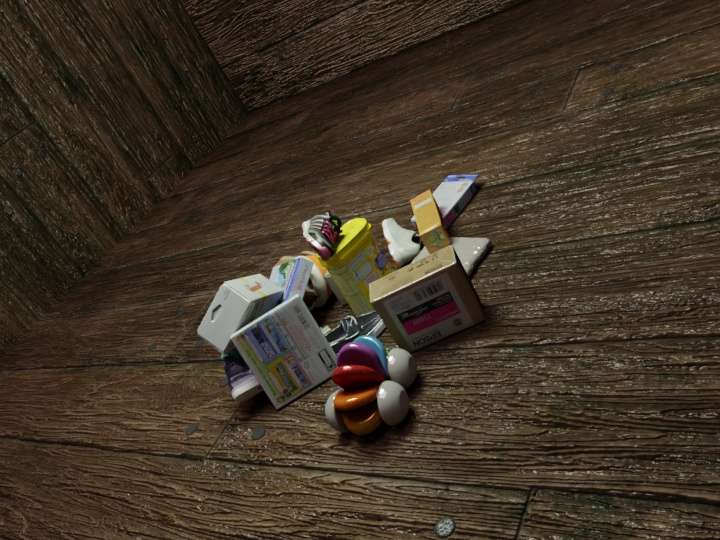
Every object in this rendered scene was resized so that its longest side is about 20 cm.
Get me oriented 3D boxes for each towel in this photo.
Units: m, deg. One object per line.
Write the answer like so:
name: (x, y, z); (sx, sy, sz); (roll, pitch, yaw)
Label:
towel: (0.212, -0.033, 1.623); (0.198, 0.035, 0.133); (2, 44, 48)

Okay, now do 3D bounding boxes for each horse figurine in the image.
horse figurine: (-0.192, 0.099, 1.784); (0.199, 0.049, 0.134); (21, 84, 61)

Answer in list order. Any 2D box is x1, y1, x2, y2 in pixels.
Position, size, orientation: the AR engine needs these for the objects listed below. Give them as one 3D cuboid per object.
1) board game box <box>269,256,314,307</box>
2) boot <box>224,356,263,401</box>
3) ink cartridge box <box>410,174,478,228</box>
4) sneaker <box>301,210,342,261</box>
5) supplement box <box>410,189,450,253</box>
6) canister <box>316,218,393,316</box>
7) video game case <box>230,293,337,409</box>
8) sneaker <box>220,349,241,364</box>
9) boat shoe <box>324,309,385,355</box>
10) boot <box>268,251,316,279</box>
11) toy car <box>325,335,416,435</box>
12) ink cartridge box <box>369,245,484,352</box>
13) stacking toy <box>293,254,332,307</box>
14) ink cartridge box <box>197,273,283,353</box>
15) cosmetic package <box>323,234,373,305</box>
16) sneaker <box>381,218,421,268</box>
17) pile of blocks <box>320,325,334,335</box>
board game box: (-0.203, 0.077, 1.707); (0.199, 0.041, 0.203); (-17, 53, 60)
boot: (-0.222, 0.220, 1.558); (0.197, 0.073, 0.091); (-26, 63, -6)
ink cartridge box: (0.240, -0.191, 1.844); (0.118, 0.042, 0.201); (5, 48, 49)
sneaker: (-0.081, -0.090, 1.540); (0.087, 0.074, 0.200); (-38, 22, 4)
supplement box: (0.177, -0.127, 1.703); (0.068, 0.067, 0.201); (-27, 28, 10)
canister: (0.000, 0.000, 1.611); (0.148, 0.202, 0.086); (-44, 29, -23)
video game case: (-0.164, 0.183, 1.491); (0.180, 0.202, 0.022); (-31, 13, 2)
sneaker: (-0.273, 0.215, 1.640); (0.198, 0.122, 0.084); (-4, 38, 41)
boat shoe: (-0.022, 0.139, 1.552); (0.198, 0.068, 0.072); (-34, 27, -2)
boot: (-0.199, 0.031, 1.948); (0.198, 0.072, 0.168); (-3, 51, 42)
toy car: (0.006, 0.213, 1.312); (0.173, 0.151, 0.201); (-17, 31, 28)
ink cartridge box: (0.139, 0.065, 1.394); (0.197, 0.166, 0.076); (-26, 29, 14)
stacking toy: (-0.078, -0.004, 1.816); (0.198, 0.149, 0.145); (-30, 22, -33)
ink cartridge box: (-0.280, 0.099, 1.576); (0.147, 0.083, 0.200); (-60, -11, 13)
cosmetic package: (-0.015, -0.016, 1.762); (0.070, 0.106, 0.202); (-14, 34, 31)
sneaker: (0.115, -0.082, 1.779); (0.090, 0.076, 0.201); (-21, 36, 5)
pile of blocks: (-0.130, 0.161, 1.640); (0.197, 0.063, 0.083); (-20, 29, 22)
